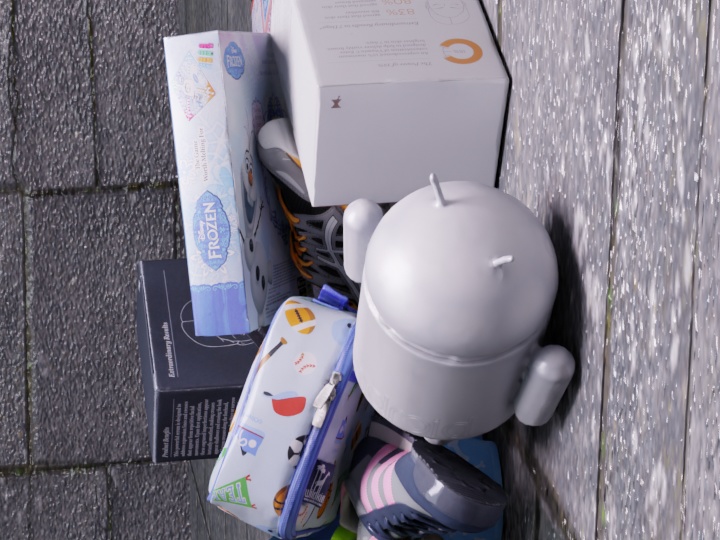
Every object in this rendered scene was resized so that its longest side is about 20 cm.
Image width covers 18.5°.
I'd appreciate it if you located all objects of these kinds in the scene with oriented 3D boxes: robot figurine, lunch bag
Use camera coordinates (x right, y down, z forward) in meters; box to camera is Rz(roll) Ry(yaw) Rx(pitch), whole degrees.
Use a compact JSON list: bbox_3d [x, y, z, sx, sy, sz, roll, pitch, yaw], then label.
[{"bbox_3d":[0.055,0.024,1.308,0.169,0.113,0.200,35,151,18],"label":"robot figurine"},{"bbox_3d":[-0.033,0.092,1.455,0.200,0.075,0.161,30,-98,-83],"label":"lunch bag"}]

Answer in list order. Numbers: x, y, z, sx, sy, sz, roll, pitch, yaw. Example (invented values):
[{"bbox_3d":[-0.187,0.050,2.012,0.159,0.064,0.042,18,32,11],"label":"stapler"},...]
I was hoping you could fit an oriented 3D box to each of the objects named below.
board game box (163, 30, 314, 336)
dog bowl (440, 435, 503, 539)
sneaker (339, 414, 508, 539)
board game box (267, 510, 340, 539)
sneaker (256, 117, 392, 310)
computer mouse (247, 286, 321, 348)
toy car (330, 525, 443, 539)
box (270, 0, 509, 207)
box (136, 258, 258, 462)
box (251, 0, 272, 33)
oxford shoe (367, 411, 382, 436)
[{"bbox_3d":[-0.082,-0.065,1.536,0.200,0.043,0.200,-24,-70,-78],"label":"board game box"},{"bbox_3d":[0.053,0.106,1.532,0.112,0.049,0.201,109,154,-64],"label":"dog bowl"},{"bbox_3d":[0.035,0.149,1.377,0.082,0.070,0.200,-63,12,-1],"label":"sneaker"},{"bbox_3d":[-0.049,0.258,1.555,0.039,0.200,0.158,-6,118,43],"label":"board game box"},{"bbox_3d":[-0.020,-0.028,1.541,0.200,0.077,0.078,49,-164,-40],"label":"sneaker"},{"bbox_3d":[-0.050,0.043,1.755,0.200,0.053,0.139,56,143,17],"label":"computer mouse"},{"bbox_3d":[0.040,0.283,1.451,0.200,0.158,0.164,51,171,-17],"label":"toy car"},{"bbox_3d":[0.014,-0.142,1.474,0.200,0.124,0.098,-104,14,-50],"label":"box"},{"bbox_3d":[-0.090,0.073,1.929,0.107,0.199,0.149,98,165,-48],"label":"box"},{"bbox_3d":[-0.031,-0.217,1.799,0.200,0.094,0.103,110,155,-66],"label":"box"},{"bbox_3d":[-0.013,0.108,1.619,0.071,0.073,0.200,10,148,45],"label":"oxford shoe"}]
